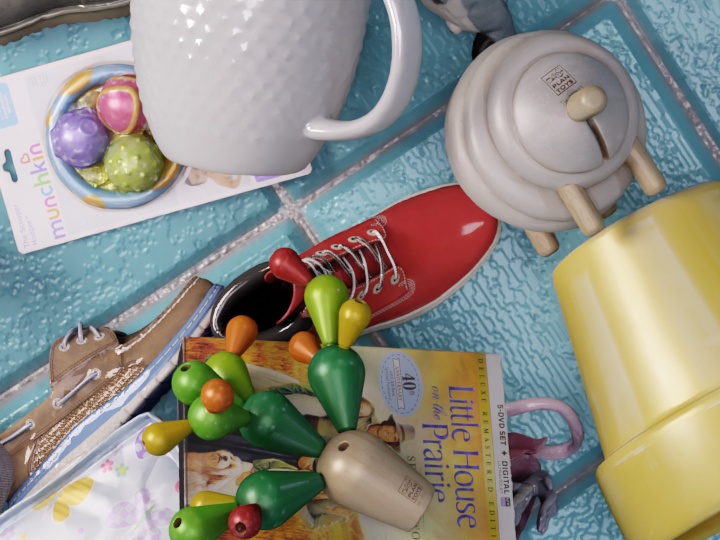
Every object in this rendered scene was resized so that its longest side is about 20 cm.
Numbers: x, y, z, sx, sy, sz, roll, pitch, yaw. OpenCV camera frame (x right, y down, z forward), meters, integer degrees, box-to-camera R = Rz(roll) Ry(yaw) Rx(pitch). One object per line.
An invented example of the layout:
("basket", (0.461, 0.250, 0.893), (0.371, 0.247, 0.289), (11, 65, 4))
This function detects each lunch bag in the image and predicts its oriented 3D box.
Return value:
("lunch bag", (-0.160, 0.197, 1.690), (0.200, 0.170, 0.127), (-33, 73, 1))

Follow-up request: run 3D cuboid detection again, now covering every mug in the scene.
("mug", (-0.048, -0.146, 1.638), (0.200, 0.148, 0.176), (15, 105, 33))

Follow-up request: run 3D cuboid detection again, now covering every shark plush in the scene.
("shark plush", (0.070, -0.200, 1.717), (0.083, 0.091, 0.200), (-28, 96, 5))

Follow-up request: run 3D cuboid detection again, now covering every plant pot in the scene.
("plant pot", (0.219, 0.055, 1.694), (0.200, 0.201, 0.189), (-28, 77, 1))

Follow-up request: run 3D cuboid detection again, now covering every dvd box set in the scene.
("dvd box set", (-0.009, 0.112, 1.617), (0.199, 0.029, 0.147), (4, 58, -10))

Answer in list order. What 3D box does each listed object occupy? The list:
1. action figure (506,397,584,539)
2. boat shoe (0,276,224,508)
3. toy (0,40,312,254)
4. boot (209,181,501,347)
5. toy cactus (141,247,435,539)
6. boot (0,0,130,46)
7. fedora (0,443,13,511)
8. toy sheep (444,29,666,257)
("action figure", (0.024, 0.110, 1.728), (0.200, 0.134, 0.149), (18, 58, 22))
("boat shoe", (-0.169, 0.071, 1.739), (0.072, 0.072, 0.200), (43, 88, 5))
("toy", (-0.142, -0.092, 1.742), (0.199, 0.047, 0.115), (-16, 92, 0))
("boot", (0.000, 0.000, 1.697), (0.200, 0.144, 0.073), (-29, 82, -3))
("toy cactus", (-0.030, 0.090, 1.563), (0.165, 0.102, 0.200), (31, 49, -4))
("boot", (-0.213, -0.228, 1.659), (0.181, 0.200, 0.073), (-14, 60, -1))
("fedora", (-0.322, 0.138, 1.709), (0.177, 0.090, 0.200), (7, 126, -40))
("toy sheep", (0.118, -0.085, 1.674), (0.138, 0.200, 0.138), (3, 79, -18))
